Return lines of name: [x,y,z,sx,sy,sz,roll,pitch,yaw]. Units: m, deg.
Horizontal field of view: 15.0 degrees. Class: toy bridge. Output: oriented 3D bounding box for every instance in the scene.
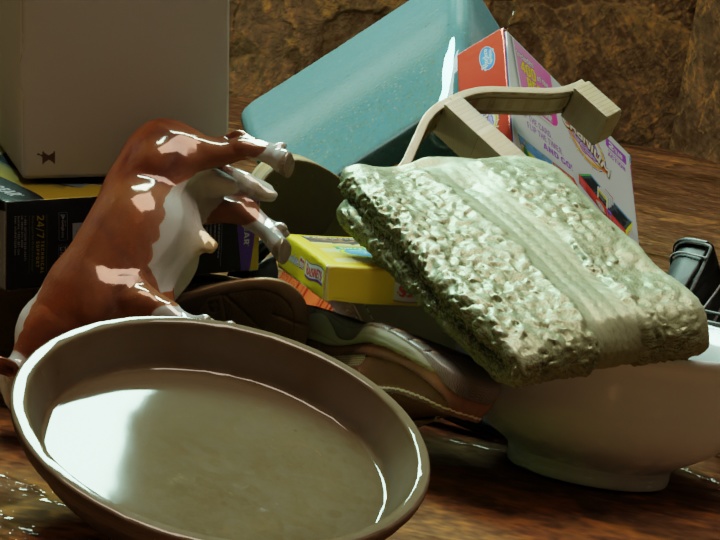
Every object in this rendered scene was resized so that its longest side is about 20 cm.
toy bridge: [0.071,-0.078,1.683,0.200,0.027,0.067,-27,62,-38]

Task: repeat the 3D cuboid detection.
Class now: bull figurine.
bull figurine: [-0.112,0.003,1.431,0.121,0.200,0.065,10,-30,21]

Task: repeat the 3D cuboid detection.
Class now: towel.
towel: [0.087,-0.006,1.512,0.148,0.036,0.200,-9,38,-29]

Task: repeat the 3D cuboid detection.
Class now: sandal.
sandal: [0.004,-0.004,1.689,0.212,0.078,0.070,43,-3,-27]

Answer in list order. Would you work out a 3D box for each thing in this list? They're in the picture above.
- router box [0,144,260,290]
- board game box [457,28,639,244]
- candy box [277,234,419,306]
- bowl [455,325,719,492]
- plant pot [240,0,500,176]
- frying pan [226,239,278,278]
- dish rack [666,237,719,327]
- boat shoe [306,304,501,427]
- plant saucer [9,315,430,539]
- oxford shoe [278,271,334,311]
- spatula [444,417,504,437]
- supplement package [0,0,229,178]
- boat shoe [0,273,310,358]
router box: [-0.172,-0.036,1.581,0.157,0.052,0.200,-5,13,-31]
board game box: [0.125,-0.038,1.772,0.040,0.200,0.153,-28,-50,26]
candy box: [0.061,0.002,1.579,0.200,0.026,0.102,2,12,-17]
bowl: [0.140,0.074,1.593,0.201,0.090,0.201,9,7,-1]
plant pot: [0.043,-0.061,1.896,0.196,0.196,0.200,-32,13,9]
frying pan: [-0.073,0.011,1.656,0.190,0.031,0.115,-32,-1,43]
dish rack: [0.283,0.065,1.696,0.200,0.055,0.153,15,-32,33]
boat shoe: [0.013,0.069,1.542,0.076,0.072,0.200,22,-4,-26]
plant saucer: [-0.067,0.083,1.282,0.200,0.029,0.200,12,26,-6]
oxford shoe: [-0.016,0.038,1.816,0.073,0.071,0.200,30,3,-19]
spatula: [0.003,0.072,1.686,0.200,0.021,0.057,14,5,23]
supplement package: [-0.150,-0.128,1.595,0.120,0.121,0.200,-1,12,-13]
boat shoe: [-0.131,0.031,1.555,0.200,0.072,0.072,-6,10,-6]
